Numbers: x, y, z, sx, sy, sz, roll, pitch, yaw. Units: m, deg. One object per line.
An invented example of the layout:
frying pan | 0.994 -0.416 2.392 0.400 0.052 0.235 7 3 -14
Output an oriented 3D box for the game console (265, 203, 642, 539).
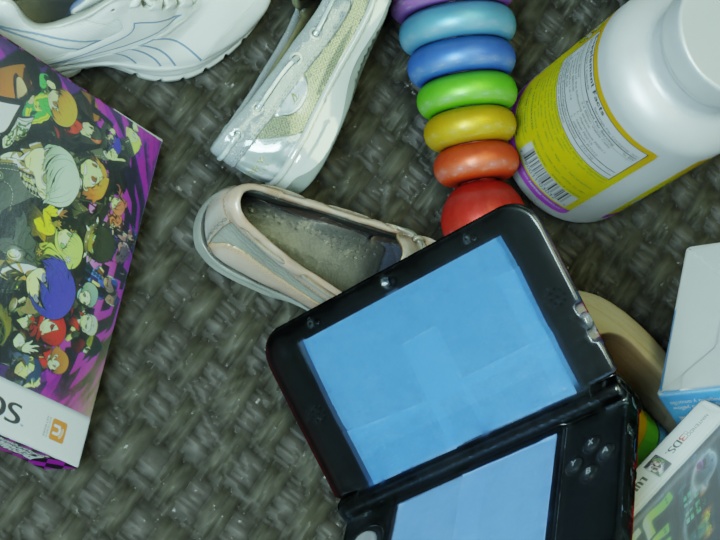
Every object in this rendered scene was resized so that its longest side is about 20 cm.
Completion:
game console | 0.035 0.092 0.849 0.119 0.199 0.173 44 36 -24

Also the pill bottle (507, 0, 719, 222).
pill bottle | 0.171 -0.104 0.971 0.103 0.200 0.105 6 73 -20

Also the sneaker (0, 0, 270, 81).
sneaker | -0.136 -0.151 0.926 0.199 0.087 0.075 -17 80 -26

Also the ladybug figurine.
ladybug figurine | 0.140 0.097 0.955 0.200 0.072 0.136 45 50 -26

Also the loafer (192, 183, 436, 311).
loafer | 0.000 0.000 0.950 0.198 0.063 0.072 20 70 -16

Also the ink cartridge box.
ink cartridge box | 0.260 0.088 0.989 0.200 0.067 0.116 51 44 -35

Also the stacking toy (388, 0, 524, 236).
stacking toy | 0.065 -0.103 1.004 0.085 0.085 0.202 -4 84 -22

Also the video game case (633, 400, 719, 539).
video game case | 0.156 0.200 0.908 0.182 0.023 0.201 -40 135 -26

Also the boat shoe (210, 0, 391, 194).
boat shoe | -0.030 -0.145 0.976 0.064 0.074 0.203 25 75 -18

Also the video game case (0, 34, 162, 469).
video game case | -0.197 -0.018 0.846 0.181 0.036 0.202 34 61 -45
